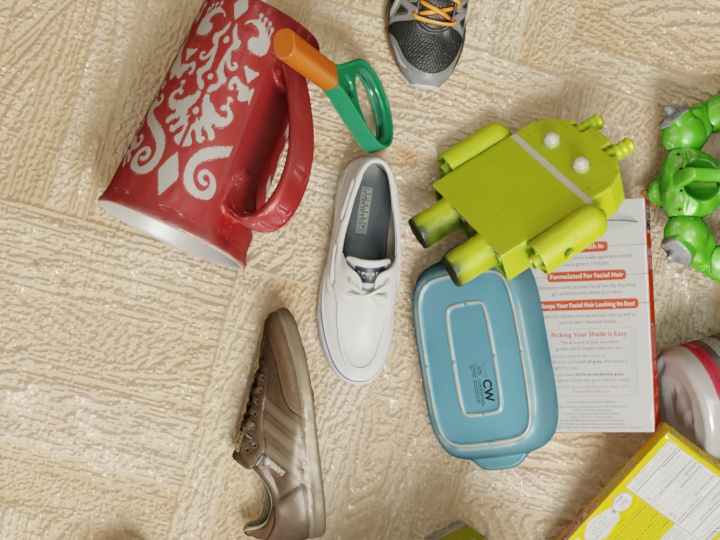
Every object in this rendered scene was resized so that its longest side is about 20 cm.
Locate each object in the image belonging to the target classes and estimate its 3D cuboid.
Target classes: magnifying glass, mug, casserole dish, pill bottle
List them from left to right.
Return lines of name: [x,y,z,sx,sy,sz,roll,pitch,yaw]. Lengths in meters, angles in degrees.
mug: [-0.101,-0.112,1.003,0.175,0.133,0.202,20,81,15]
magnifying glass: [-0.018,-0.154,0.997,0.022,0.200,0.081,-14,74,20]
casserole dish: [0.104,0.076,1.052,0.119,0.039,0.203,-10,87,22]
pill bottle: [0.377,0.100,1.086,0.197,0.111,0.112,-15,91,-9]

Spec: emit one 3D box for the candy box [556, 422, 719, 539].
candy box: [0.245,0.236,1.061,0.102,0.026,0.201,34,112,-8]

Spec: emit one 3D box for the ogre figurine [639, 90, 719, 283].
ogre figurine: [0.326,-0.078,1.092,0.118,0.098,0.203,5,99,-20]

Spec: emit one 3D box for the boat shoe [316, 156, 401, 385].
boat shoe: [0.000,0.000,1.052,0.072,0.065,0.204,-1,89,-9]

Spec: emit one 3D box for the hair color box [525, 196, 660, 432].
hair color box: [0.206,0.040,1.067,0.109,0.064,0.204,-2,90,18]

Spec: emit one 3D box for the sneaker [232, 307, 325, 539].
sneaker: [-0.076,0.136,1.035,0.074,0.070,0.203,-8,89,-8]

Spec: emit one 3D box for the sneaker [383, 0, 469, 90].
sneaker: [0.069,-0.263,1.064,0.077,0.077,0.203,7,89,-10]

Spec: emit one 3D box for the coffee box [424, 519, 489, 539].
coffee box: [0.068,0.356,0.988,0.198,0.198,0.202,-28,93,-9]

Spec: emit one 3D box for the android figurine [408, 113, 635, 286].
android figurine: [0.144,-0.068,1.038,0.198,0.182,0.041,-31,133,-5]
